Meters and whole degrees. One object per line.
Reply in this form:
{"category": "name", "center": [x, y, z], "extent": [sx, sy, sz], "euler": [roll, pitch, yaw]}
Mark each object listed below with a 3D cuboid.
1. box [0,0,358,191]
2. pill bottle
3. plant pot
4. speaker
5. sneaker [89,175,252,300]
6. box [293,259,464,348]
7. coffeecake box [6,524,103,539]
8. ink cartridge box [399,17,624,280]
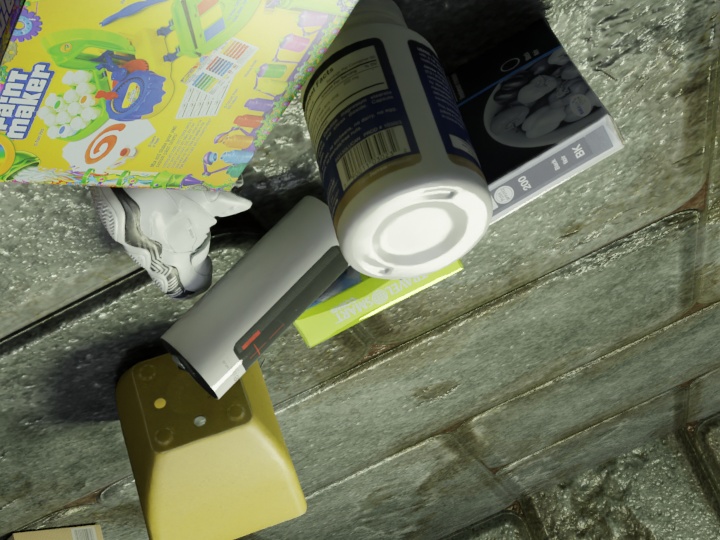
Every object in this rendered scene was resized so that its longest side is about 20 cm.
{"category": "box", "center": [-0.135, -0.157, 0.605], "extent": [0.190, 0.124, 0.200], "euler": [-1, 148, -38]}
{"category": "pill bottle", "center": [0.017, -0.105, 0.729], "extent": [0.109, 0.203, 0.112], "euler": [-11, 146, -7]}
{"category": "plant pot", "center": [-0.184, 0.189, 1.169], "extent": [0.191, 0.198, 0.201], "euler": [-17, 148, -11]}
{"category": "speaker", "center": [-0.094, 0.024, 0.949], "extent": [0.200, 0.081, 0.082], "euler": [-45, 160, -17]}
{"category": "sneaker", "center": [-0.143, -0.044, 0.871], "extent": [0.113, 0.076, 0.200], "euler": [-23, 152, 5]}
{"category": "box", "center": [0.000, 0.000, 1.027], "extent": [0.198, 0.122, 0.048], "euler": [-27, 117, 8]}
{"category": "coffeecake box", "center": [-0.515, 0.480, 1.581], "extent": [0.152, 0.074, 0.200], "euler": [7, 141, -47]}
{"category": "ink cartridge box", "center": [0.094, -0.107, 0.822], "extent": [0.198, 0.199, 0.044], "euler": [-31, 122, 14]}
